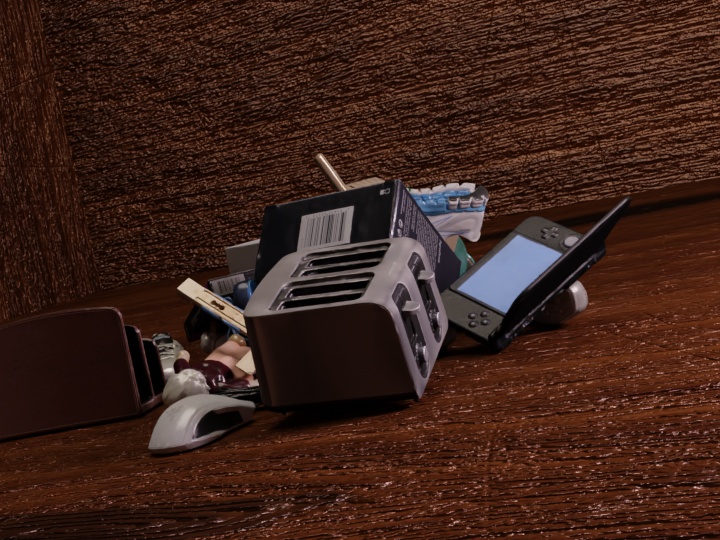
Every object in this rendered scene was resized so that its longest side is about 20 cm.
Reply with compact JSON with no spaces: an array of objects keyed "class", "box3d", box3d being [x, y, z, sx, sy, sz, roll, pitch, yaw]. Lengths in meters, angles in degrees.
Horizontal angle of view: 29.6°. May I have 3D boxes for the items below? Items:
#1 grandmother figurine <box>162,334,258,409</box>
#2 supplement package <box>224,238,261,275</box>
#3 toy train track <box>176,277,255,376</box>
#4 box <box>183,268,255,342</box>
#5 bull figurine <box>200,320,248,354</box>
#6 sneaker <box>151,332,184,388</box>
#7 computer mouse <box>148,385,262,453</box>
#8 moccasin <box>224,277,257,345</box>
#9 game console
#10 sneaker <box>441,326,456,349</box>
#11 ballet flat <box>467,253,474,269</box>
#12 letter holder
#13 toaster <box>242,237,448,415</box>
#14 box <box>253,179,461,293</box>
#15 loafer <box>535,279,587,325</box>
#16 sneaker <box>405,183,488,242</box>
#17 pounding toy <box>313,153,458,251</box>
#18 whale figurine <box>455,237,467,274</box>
[{"class":"grandmother figurine","box3d":[-0.172,0.128,1.627,0.120,0.061,0.200,5,13,21]},{"class":"supplement package","box3d":[-0.091,0.019,2.086,0.199,0.158,0.110,-8,5,44]},{"class":"toy train track","box3d":[-0.141,0.073,1.660,0.199,0.033,0.115,31,54,20]},{"class":"box","box3d":[-0.167,0.044,1.945,0.142,0.036,0.200,-14,-16,-23]},{"class":"bull figurine","box3d":[-0.134,0.080,1.924,0.199,0.066,0.121,-22,-5,36]},{"class":"sneaker","box3d":[-0.265,0.124,1.823,0.071,0.073,0.200,-11,6,-11]},{"class":"computer mouse","box3d":[-0.150,0.145,1.434,0.109,0.044,0.200,-9,6,29]},{"class":"moccasin","box3d":[-0.141,0.078,1.776,0.067,0.081,0.201,-6,-31,9]},{"class":"game console","box3d":[0.190,-0.015,1.557,0.200,0.117,0.175,-39,43,-25]},{"class":"sneaker","box3d":[0.043,0.075,1.664,0.115,0.076,0.199,-9,12,-34]},{"class":"ballet flat","box3d":[0.127,0.007,2.343,0.064,0.068,0.199,-44,17,-21]},{"class":"letter holder","box3d":[-0.360,0.117,1.697,0.198,0.144,0.101,-11,5,14]},{"class":"toaster","box3d":[-0.019,0.058,1.411,0.198,0.120,0.181,-7,20,18]},{"class":"box","box3d":[0.000,0.000,1.743,0.195,0.118,0.200,-10,-35,26]},{"class":"loafer","box3d":[0.226,0.028,1.686,0.069,0.071,0.200,-16,8,-22]},{"class":"sneaker","box3d":[0.068,-0.062,1.785,0.198,0.088,0.075,0,26,0]},{"class":"pounding toy","box3d":[0.022,-0.047,1.903,0.183,0.202,0.142,26,23,25]},{"class":"whale figurine","box3d":[0.086,0.014,2.204,0.199,0.104,0.159,-37,3,5]}]
